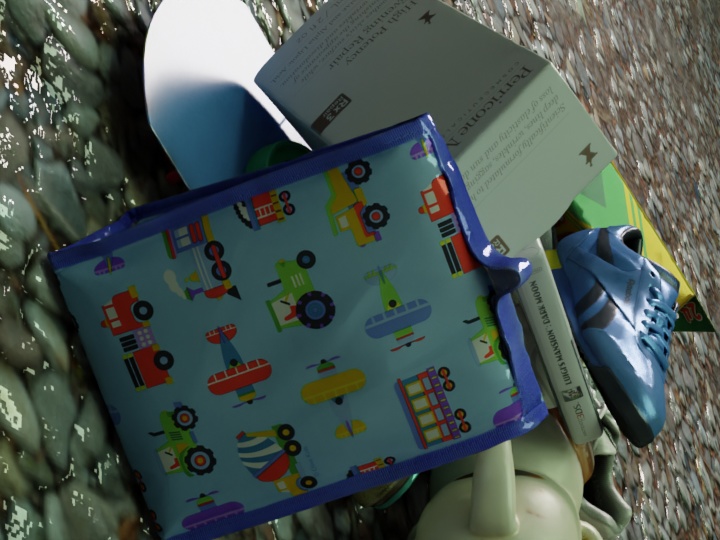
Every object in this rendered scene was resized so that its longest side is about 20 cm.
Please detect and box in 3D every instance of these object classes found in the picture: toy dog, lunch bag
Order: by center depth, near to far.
[{"bbox_3d":[-0.017,0.024,0.739,0.151,0.199,0.094,69,22,-9],"label":"lunch bag"},{"bbox_3d":[0.078,0.155,0.966,0.200,0.139,0.195,-72,148,-64],"label":"toy dog"}]

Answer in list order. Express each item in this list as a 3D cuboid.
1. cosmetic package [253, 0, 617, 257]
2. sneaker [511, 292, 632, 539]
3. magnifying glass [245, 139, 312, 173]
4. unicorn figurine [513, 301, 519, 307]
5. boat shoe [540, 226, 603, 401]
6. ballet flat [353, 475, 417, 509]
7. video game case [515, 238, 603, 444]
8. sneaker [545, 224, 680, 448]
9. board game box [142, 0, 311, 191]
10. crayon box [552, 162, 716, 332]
[{"bbox_3d":[0.032,-0.082,0.844,0.074,0.102,0.200,47,-4,-34],"label":"cosmetic package"},{"bbox_3d":[0.133,0.088,1.077,0.075,0.081,0.201,-19,98,-38],"label":"sneaker"},{"bbox_3d":[0.000,0.000,0.920,0.200,0.022,0.080,42,37,-38],"label":"magnifying glass"},{"bbox_3d":[0.013,-0.058,1.065,0.200,0.074,0.138,41,30,-20],"label":"unicorn figurine"},{"bbox_3d":[0.142,0.043,1.156,0.203,0.064,0.075,64,24,-19],"label":"boat shoe"},{"bbox_3d":[0.019,0.076,0.991,0.071,0.070,0.200,67,23,-15],"label":"ballet flat"},{"bbox_3d":[0.090,-0.023,0.960,0.182,0.023,0.201,64,7,-48],"label":"video game case"},{"bbox_3d":[0.170,0.030,1.019,0.200,0.078,0.066,-100,164,-58],"label":"sneaker"},{"bbox_3d":[-0.071,-0.057,0.897,0.201,0.039,0.158,59,29,-19],"label":"board game box"},{"bbox_3d":[0.162,-0.022,1.178,0.201,0.051,0.127,55,-19,-12],"label":"crayon box"}]
